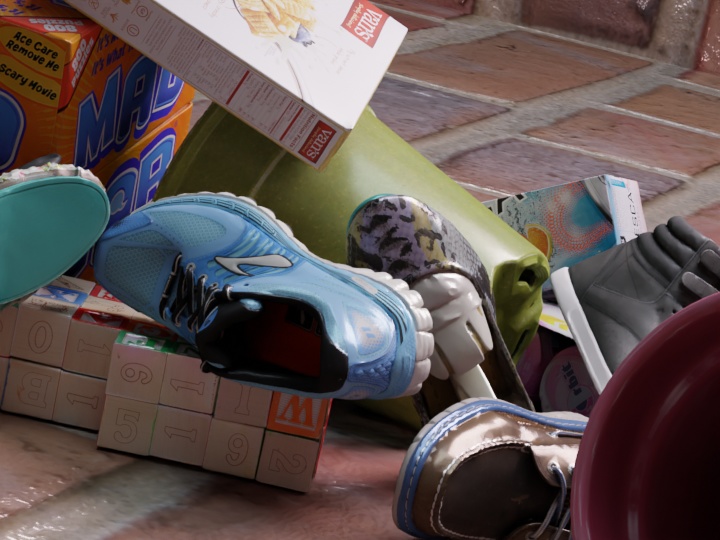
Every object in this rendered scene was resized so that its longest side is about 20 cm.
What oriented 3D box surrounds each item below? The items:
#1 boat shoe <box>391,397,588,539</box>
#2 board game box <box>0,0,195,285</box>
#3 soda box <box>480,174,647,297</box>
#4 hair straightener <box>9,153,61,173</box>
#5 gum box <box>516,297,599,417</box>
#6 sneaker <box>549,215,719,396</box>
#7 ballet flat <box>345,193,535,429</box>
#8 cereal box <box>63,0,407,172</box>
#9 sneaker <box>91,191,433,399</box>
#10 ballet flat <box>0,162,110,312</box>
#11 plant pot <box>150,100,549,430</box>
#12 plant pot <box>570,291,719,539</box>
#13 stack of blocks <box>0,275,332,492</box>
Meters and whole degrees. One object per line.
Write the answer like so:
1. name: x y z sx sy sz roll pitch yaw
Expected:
1. boat shoe: 0.094 0.107 1.512 0.072 0.072 0.200 22 15 33
2. board game box: -0.226 -0.099 1.725 0.199 0.200 0.200 19 26 15
3. soda box: 0.076 -0.008 1.835 0.200 0.064 0.068 -13 -7 22
4. hair straightener: -0.249 -0.020 1.584 0.200 0.077 0.041 -23 11 8
5. gum box: 0.163 0.072 1.754 0.200 0.066 0.113 23 15 41
6. sneaker: 0.179 0.042 1.625 0.071 0.099 0.200 47 13 -40
7. ballet flat: 0.052 0.045 1.552 0.072 0.201 0.072 -15 40 12
8. cereal box: -0.077 -0.151 1.652 0.200 0.040 0.144 33 31 -4
9. sneaker: -0.062 0.014 1.500 0.200 0.079 0.090 19 19 33
10. ballet flat: -0.220 0.003 1.513 0.200 0.076 0.064 -36 31 -29
11. plant pot: 0.000 0.000 1.707 0.190 0.200 0.200 31 18 22
12. plant pot: 0.221 0.117 1.364 0.200 0.200 0.179 19 -2 30
13. stack of blocks: -0.114 0.055 1.577 0.200 0.059 0.115 13 12 1
